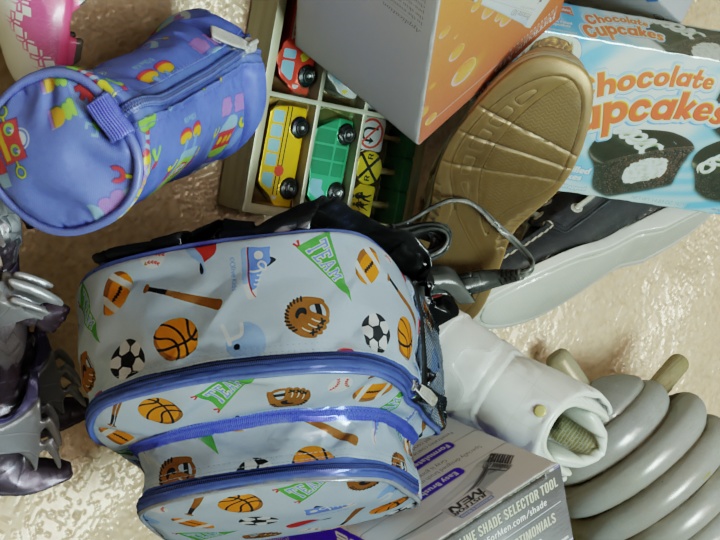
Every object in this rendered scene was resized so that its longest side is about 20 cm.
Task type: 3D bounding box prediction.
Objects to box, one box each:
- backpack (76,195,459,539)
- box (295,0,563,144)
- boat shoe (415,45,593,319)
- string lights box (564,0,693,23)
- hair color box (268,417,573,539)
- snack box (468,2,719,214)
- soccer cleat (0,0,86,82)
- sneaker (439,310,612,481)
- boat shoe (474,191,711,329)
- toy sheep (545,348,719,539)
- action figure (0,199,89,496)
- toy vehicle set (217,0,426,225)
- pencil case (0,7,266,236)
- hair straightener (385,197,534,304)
[{"bbox_3d":[-0.053,0.052,0.928,0.191,0.199,0.154,61,15,-63],"label":"backpack"},{"bbox_3d":[0.043,-0.180,0.966,0.124,0.097,0.200,-43,163,-21],"label":"box"},{"bbox_3d":[0.074,-0.058,1.093,0.074,0.069,0.200,21,128,-11],"label":"boat shoe"},{"bbox_3d":[0.111,-0.225,1.107,0.200,0.103,0.059,36,77,-38],"label":"string lights box"},{"bbox_3d":[0.009,0.127,1.043,0.109,0.200,0.065,-28,117,-30],"label":"hair color box"},{"bbox_3d":[0.170,-0.096,1.145,0.199,0.037,0.116,7,132,-16],"label":"snack box"},{"bbox_3d":[-0.183,-0.182,0.919,0.086,0.070,0.201,-5,103,-18],"label":"soccer cleat"},{"bbox_3d":[0.092,0.086,1.107,0.074,0.115,0.200,-56,162,-2],"label":"sneaker"},{"bbox_3d":[0.139,-0.025,1.202,0.200,0.074,0.060,-26,70,-24],"label":"boat shoe"},{"bbox_3d":[0.187,0.132,1.237,0.138,0.138,0.200,-41,92,-24],"label":"toy sheep"},{"bbox_3d":[-0.178,0.010,0.932,0.069,0.130,0.201,-8,124,-5],"label":"action figure"},{"bbox_3d":[-0.008,-0.126,1.085,0.124,0.026,0.201,6,96,-39],"label":"toy vehicle set"},{"bbox_3d":[-0.107,-0.078,0.928,0.078,0.087,0.200,51,23,-2],"label":"pencil case"},{"bbox_3d":[0.000,0.000,1.053,0.199,0.041,0.077,-8,122,-6],"label":"hair straightener"}]
